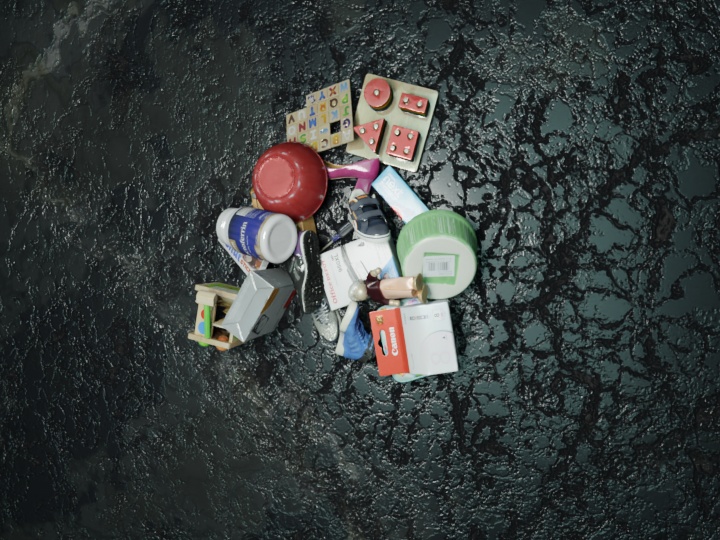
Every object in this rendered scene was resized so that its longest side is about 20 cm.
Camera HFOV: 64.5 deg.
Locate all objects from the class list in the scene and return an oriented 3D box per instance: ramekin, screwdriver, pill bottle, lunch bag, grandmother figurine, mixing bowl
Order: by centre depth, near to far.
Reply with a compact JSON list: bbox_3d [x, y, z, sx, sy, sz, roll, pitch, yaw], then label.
[{"bbox_3d":[0.055,0.043,1.338,0.196,0.061,0.124,-6,119,32],"label":"grandmother figurine"},{"bbox_3d":[0.183,-0.031,1.346,0.194,0.099,0.204,2,124,2],"label":"ramekin"},{"bbox_3d":[-0.187,-0.219,1.387,0.194,0.108,0.207,1,93,13],"label":"mixing bowl"},{"bbox_3d":[-0.257,-0.092,1.391,0.197,0.114,0.119,15,96,38],"label":"pill bottle"},{"bbox_3d":[0.133,0.170,1.423,0.156,0.077,0.205,-18,88,11],"label":"lunch bag"},{"bbox_3d":[-0.086,-0.069,1.481,0.198,0.028,0.029,-36,76,4],"label":"screwdriver"}]

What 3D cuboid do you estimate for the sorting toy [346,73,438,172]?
[{"bbox_3d":[0.073,-0.373,1.422,0.194,0.069,0.205,18,96,12],"label":"sorting toy"}]

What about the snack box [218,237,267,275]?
[{"bbox_3d":[-0.310,-0.055,1.502,0.200,0.024,0.073,44,116,34],"label":"snack box"}]

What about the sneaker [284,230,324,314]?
[{"bbox_3d":[-0.146,0.005,1.420,0.086,0.075,0.207,-1,91,38],"label":"sneaker"}]

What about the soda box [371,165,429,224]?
[{"bbox_3d":[0.119,-0.162,1.422,0.068,0.064,0.201,-42,82,11],"label":"soda box"}]

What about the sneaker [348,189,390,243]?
[{"bbox_3d":[0.014,-0.135,1.380,0.076,0.200,0.081,-11,119,-18],"label":"sneaker"}]

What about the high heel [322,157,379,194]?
[{"bbox_3d":[-0.049,-0.272,1.446,0.196,0.067,0.098,25,117,7],"label":"high heel"}]

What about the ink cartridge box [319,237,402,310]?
[{"bbox_3d":[0.000,0.000,1.445,0.195,0.084,0.148,-20,87,14],"label":"ink cartridge box"}]

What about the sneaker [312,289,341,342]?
[{"bbox_3d":[-0.108,0.092,1.474,0.075,0.085,0.205,-20,88,13],"label":"sneaker"}]

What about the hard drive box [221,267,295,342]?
[{"bbox_3d":[-0.248,0.082,1.449,0.076,0.200,0.158,32,99,9],"label":"hard drive box"}]

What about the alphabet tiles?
[{"bbox_3d":[-0.108,-0.383,1.464,0.195,0.008,0.172,-12,73,25],"label":"alphabet tiles"}]

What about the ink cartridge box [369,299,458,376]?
[{"bbox_3d":[0.126,0.167,1.359,0.194,0.057,0.168,-10,92,7],"label":"ink cartridge box"}]

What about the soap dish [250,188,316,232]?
[{"bbox_3d":[-0.202,-0.135,1.491,0.153,0.081,0.206,-12,90,13],"label":"soap dish"}]

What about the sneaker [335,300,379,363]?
[{"bbox_3d":[0.004,0.160,1.417,0.109,0.078,0.203,20,137,6],"label":"sneaker"}]

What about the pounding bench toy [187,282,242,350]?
[{"bbox_3d":[-0.376,0.126,1.481,0.121,0.200,0.161,12,94,12],"label":"pounding bench toy"}]
